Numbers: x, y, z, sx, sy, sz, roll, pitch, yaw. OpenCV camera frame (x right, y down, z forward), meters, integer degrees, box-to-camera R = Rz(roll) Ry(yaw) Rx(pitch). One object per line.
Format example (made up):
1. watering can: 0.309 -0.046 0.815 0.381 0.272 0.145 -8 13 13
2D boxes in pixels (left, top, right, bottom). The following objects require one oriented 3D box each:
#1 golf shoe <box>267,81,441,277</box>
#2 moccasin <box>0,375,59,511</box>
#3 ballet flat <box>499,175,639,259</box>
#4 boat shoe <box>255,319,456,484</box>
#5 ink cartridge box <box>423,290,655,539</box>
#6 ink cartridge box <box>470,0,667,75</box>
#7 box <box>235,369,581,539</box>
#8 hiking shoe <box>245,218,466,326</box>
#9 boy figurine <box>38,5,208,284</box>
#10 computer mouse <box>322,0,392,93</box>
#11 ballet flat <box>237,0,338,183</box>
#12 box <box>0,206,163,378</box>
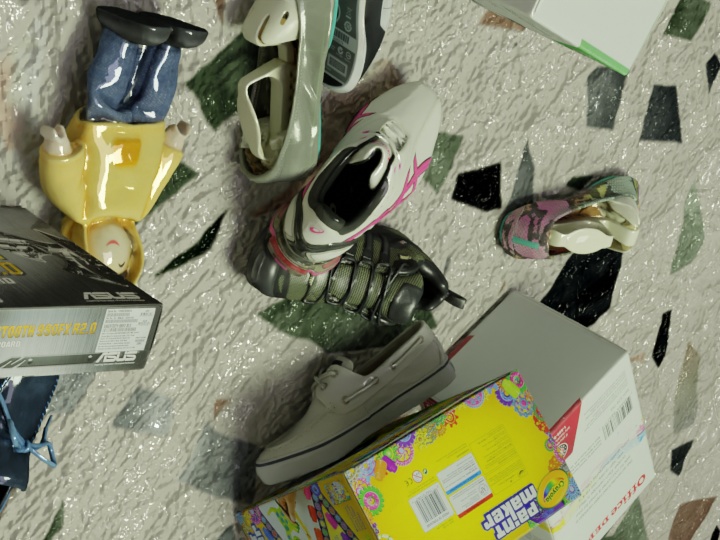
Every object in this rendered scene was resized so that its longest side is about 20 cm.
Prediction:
1. golf shoe: 0.013 -0.078 1.268 0.073 0.092 0.200 41 57 -7
2. moccasin: -0.251 0.135 1.151 0.080 0.068 0.201 21 96 -52
3. ballet flat: 0.215 -0.041 1.559 0.199 0.071 0.069 -15 122 -43
4. boat shoe: -0.012 0.107 1.411 0.199 0.071 0.070 -30 101 -19
5. ink cartridge box: 0.170 0.155 1.570 0.145 0.144 0.200 -43 138 -22
6. ink cartridge box: 0.107 -0.233 1.219 0.146 0.200 0.084 18 102 -51
7. box: 0.038 0.195 1.391 0.200 0.192 0.122 -27 89 -35
8. hiking shoe: 0.000 0.000 1.321 0.199 0.100 0.076 -1 113 -48
9. boy figurine: -0.167 -0.075 1.120 0.124 0.064 0.201 1 108 -51
10. computer mouse: -0.003 -0.223 1.195 0.044 0.110 0.201 -24 139 -38
11. ballet flat: -0.056 -0.154 1.194 0.063 0.067 0.201 -14 122 -33
12. box: -0.245 0.010 1.009 0.199 0.158 0.049 0 115 -48
